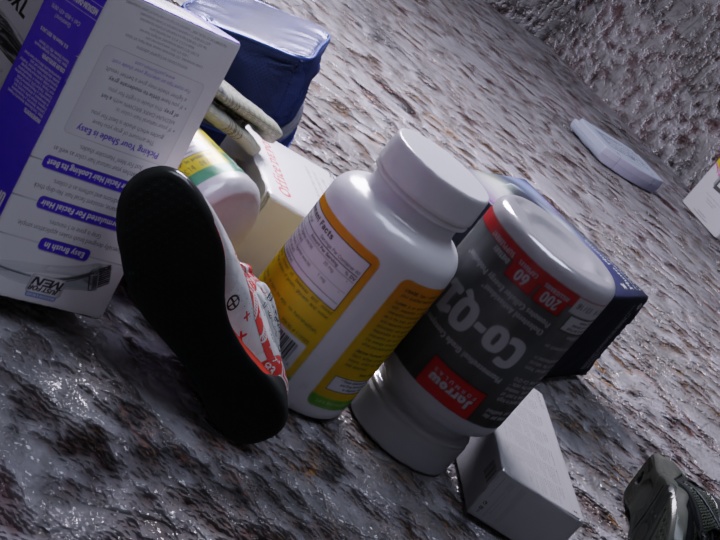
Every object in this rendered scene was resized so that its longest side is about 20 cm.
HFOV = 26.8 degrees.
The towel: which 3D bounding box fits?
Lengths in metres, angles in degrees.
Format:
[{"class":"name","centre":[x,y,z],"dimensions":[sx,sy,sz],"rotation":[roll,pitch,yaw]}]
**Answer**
[{"class":"towel","centre":[-0.162,-0.171,1.174],"dimensions":[0.192,0.035,0.200],"rotation":[41,5,21]}]

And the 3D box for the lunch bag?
[{"class":"lunch bag","centre":[-0.116,-0.178,1.426],"dimensions":[0.135,0.133,0.200],"rotation":[23,19,1]}]

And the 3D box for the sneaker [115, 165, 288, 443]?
[{"class":"sneaker","centre":[-0.103,0.007,0.982],"dimensions":[0.108,0.067,0.202],"rotation":[-103,171,-63]}]

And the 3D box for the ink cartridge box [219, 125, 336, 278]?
[{"class":"ink cartridge box","centre":[-0.034,-0.022,1.270],"dimensions":[0.199,0.086,0.147],"rotation":[28,20,-27]}]

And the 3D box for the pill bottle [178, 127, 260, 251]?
[{"class":"pill bottle","centre":[-0.175,-0.084,1.091],"dimensions":[0.200,0.113,0.113],"rotation":[44,18,18]}]

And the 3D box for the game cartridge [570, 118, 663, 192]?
[{"class":"game cartridge","centre":[0.508,-0.223,2.980],"dimensions":[0.199,0.041,0.133],"rotation":[24,19,-40]}]

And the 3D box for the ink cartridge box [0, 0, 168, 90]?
[{"class":"ink cartridge box","centre":[-0.227,-0.154,0.999],"dimensions":[0.084,0.200,0.145],"rotation":[14,27,-46]}]

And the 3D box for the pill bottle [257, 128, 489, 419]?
[{"class":"pill bottle","centre":[0.000,0.000,1.090],"dimensions":[0.111,0.200,0.111],"rotation":[35,18,-13]}]

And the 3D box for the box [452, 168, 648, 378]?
[{"class":"box","centre":[0.165,0.004,1.557],"dimensions":[0.200,0.123,0.198],"rotation":[45,20,21]}]

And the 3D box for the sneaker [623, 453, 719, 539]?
[{"class":"sneaker","centre":[0.290,0.232,1.312],"dimensions":[0.114,0.076,0.199],"rotation":[33,12,2]}]

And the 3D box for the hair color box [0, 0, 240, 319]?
[{"class":"hair color box","centre":[-0.170,-0.078,0.928],"dimensions":[0.065,0.201,0.109],"rotation":[35,11,40]}]

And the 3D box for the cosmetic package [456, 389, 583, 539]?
[{"class":"cosmetic package","centre":[0.118,0.145,1.223],"dimensions":[0.082,0.051,0.200],"rotation":[32,19,-15]}]

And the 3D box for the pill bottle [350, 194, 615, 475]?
[{"class":"pill bottle","centre":[0.088,0.052,1.141],"dimensions":[0.114,0.200,0.114],"rotation":[35,18,-13]}]

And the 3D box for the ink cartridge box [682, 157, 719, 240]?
[{"class":"ink cartridge box","centre":[0.812,-0.155,3.149],"dimensions":[0.146,0.200,0.146],"rotation":[27,21,-35]}]
